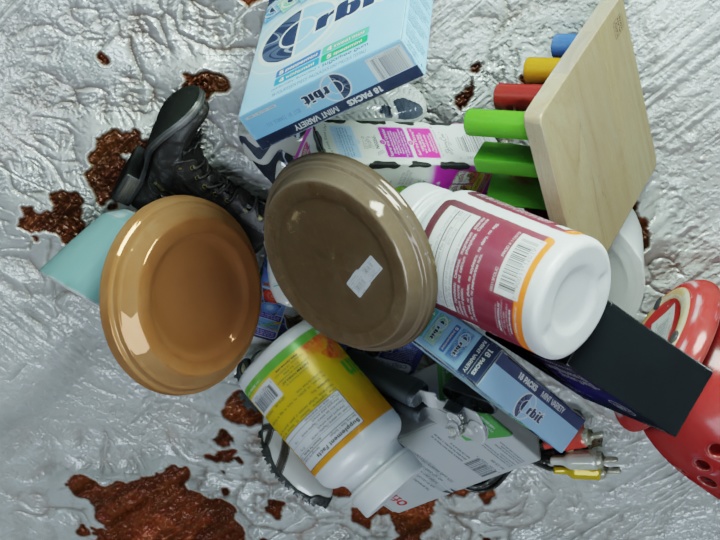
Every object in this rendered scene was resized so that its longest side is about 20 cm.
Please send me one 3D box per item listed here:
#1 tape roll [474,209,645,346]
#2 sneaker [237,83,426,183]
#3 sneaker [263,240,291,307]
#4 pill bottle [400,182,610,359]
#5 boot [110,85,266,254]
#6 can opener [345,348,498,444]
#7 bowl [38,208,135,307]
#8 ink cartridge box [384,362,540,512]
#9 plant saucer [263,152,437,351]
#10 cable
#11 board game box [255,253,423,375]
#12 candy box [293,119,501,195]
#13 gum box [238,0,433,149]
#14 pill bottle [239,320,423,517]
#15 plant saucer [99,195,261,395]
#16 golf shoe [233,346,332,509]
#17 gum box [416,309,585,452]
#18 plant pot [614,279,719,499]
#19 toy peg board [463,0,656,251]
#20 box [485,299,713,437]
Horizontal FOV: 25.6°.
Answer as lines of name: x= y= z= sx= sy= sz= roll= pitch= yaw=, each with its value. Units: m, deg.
tape roll: x=0.196 y=-0.006 z=1.655 sx=0.201 sy=0.071 sz=0.204 roll=4 pitch=130 yaw=5
sneaker: x=-0.014 y=-0.115 z=1.590 sx=0.198 sy=0.080 sz=0.130 roll=-12 pitch=128 yaw=16
sneaker: x=0.000 y=0.000 z=1.644 sx=0.198 sy=0.081 sz=0.070 roll=-3 pitch=169 yaw=3
pill bottle: x=0.117 y=-0.005 z=1.437 sx=0.199 sy=0.114 sz=0.115 roll=25 pitch=142 yaw=39
boot: x=-0.149 y=-0.091 z=1.641 sx=0.173 sy=0.070 sz=0.200 roll=29 pitch=138 yaw=-16
can opener: x=0.064 y=0.131 z=1.705 sx=0.199 sy=0.067 sz=0.053 roll=19 pitch=143 yaw=33
bowl: x=-0.228 y=0.008 z=1.671 sx=0.200 sy=0.201 sz=0.106 roll=31 pitch=83 yaw=-17
ink cartridge box: x=0.082 y=0.185 z=1.798 sx=0.199 sy=0.085 sz=0.146 roll=-24 pitch=138 yaw=25
plant saucer: x=-0.017 y=-0.011 z=1.453 sx=0.199 sy=0.029 sz=0.201 roll=22 pitch=128 yaw=31
cable: x=0.200 y=0.218 z=1.850 sx=0.199 sy=0.051 sz=0.098 roll=-15 pitch=125 yaw=18
board game box: x=-0.020 y=0.048 z=1.732 sx=0.198 sy=0.035 sz=0.136 roll=16 pitch=144 yaw=-5
candy box: x=0.028 y=-0.078 z=1.536 sx=0.198 sy=0.061 sz=0.137 roll=-1 pitch=141 yaw=-27
gum box: x=-0.017 y=-0.213 z=1.430 sx=0.169 sy=0.201 sz=0.045 roll=-22 pitch=124 yaw=24
pill bottle: x=-0.027 y=0.159 z=1.683 sx=0.200 sy=0.111 sz=0.111 roll=49 pitch=126 yaw=9
plant saucer: x=-0.170 y=0.026 z=1.582 sx=0.037 sy=0.201 sz=0.201 roll=2 pitch=137 yaw=46
golf shoe: x=-0.068 y=0.165 z=1.765 sx=0.094 sy=0.201 sz=0.078 roll=-37 pitch=154 yaw=20
gum box: x=0.106 y=0.085 z=1.558 sx=0.045 sy=0.200 sz=0.170 roll=-53 pitch=135 yaw=-2
plant pot: x=0.374 y=0.123 z=1.659 sx=0.182 sy=0.201 sz=0.201 roll=30 pitch=127 yaw=-7
toy peg board: x=0.187 y=-0.124 z=1.500 sx=0.097 sy=0.200 sz=0.201 roll=7 pitch=134 yaw=31
box: x=0.228 y=0.079 z=1.547 sx=0.141 sy=0.200 sz=0.079 roll=30 pitch=87 yaw=-18
